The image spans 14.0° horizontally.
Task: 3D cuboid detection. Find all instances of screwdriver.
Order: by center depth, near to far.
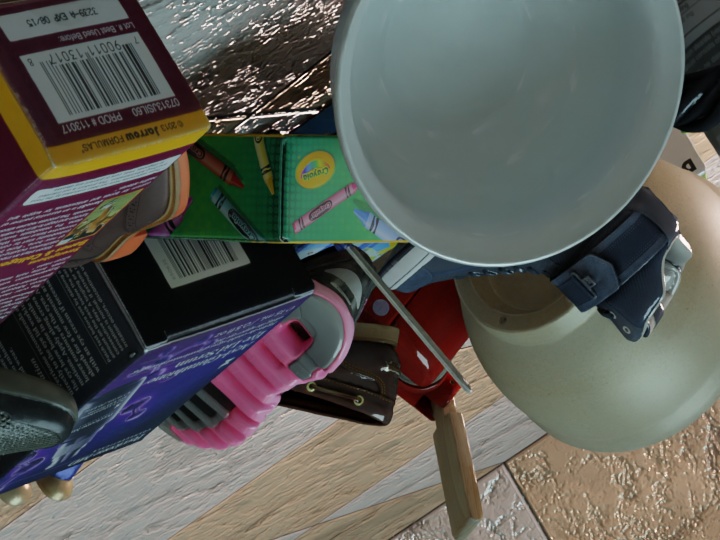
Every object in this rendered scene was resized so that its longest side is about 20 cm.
[{"bbox_3d":[0.000,0.000,1.733,0.029,0.200,0.028,-37,-171,-10],"label":"screwdriver"}]

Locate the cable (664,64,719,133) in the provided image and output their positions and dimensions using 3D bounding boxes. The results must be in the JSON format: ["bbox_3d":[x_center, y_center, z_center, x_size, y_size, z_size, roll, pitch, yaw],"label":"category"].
[{"bbox_3d":[0.171,-0.160,1.548,0.051,0.164,0.200,-26,177,-45],"label":"cable"}]

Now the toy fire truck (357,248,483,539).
[{"bbox_3d":[0.038,0.070,2.035,0.129,0.200,0.176,-50,176,-19],"label":"toy fire truck"}]

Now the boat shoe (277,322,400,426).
[{"bbox_3d":[-0.073,0.065,1.918,0.199,0.071,0.070,4,172,0],"label":"boat shoe"}]

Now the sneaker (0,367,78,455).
[{"bbox_3d":[-0.250,0.109,1.584,0.199,0.115,0.076,0,154,-18],"label":"sneaker"}]

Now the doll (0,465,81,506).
[{"bbox_3d":[-0.175,0.088,2.034,0.136,0.049,0.200,-3,146,-48],"label":"doll"}]

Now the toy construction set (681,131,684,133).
[{"bbox_3d":[0.170,-0.127,1.870,0.131,0.092,0.200,-7,164,10],"label":"toy construction set"}]

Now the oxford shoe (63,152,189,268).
[{"bbox_3d":[-0.139,-0.044,1.496,0.072,0.071,0.200,-18,164,-24],"label":"oxford shoe"}]

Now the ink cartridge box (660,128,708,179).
[{"bbox_3d":[0.184,-0.029,2.057,0.148,0.200,0.076,-31,169,2],"label":"ink cartridge box"}]

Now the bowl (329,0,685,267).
[{"bbox_3d":[0.062,-0.109,1.533,0.201,0.202,0.090,-28,-155,-14],"label":"bowl"}]

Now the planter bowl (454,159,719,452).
[{"bbox_3d":[0.143,0.005,1.910,0.200,0.201,0.135,-35,144,21],"label":"planter bowl"}]

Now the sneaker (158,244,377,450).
[{"bbox_3d":[-0.061,0.042,1.802,0.200,0.079,0.095,-29,-161,41],"label":"sneaker"}]

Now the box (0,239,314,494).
[{"bbox_3d":[-0.151,0.033,1.707,0.148,0.105,0.200,-20,164,-46],"label":"box"}]

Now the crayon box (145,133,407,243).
[{"bbox_3d":[-0.019,-0.045,1.613,0.119,0.059,0.200,2,-178,42],"label":"crayon box"}]

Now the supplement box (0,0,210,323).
[{"bbox_3d":[-0.179,-0.040,1.356,0.200,0.086,0.110,-39,166,37],"label":"supplement box"}]

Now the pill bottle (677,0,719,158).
[{"bbox_3d":[0.216,-0.144,1.629,0.114,0.200,0.114,-29,169,-6],"label":"pill bottle"}]

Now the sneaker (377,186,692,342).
[{"bbox_3d":[0.110,-0.003,1.793,0.202,0.146,0.077,-35,-164,47],"label":"sneaker"}]

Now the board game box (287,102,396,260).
[{"bbox_3d":[-0.016,-0.045,1.843,0.196,0.056,0.200,-34,168,20],"label":"board game box"}]
